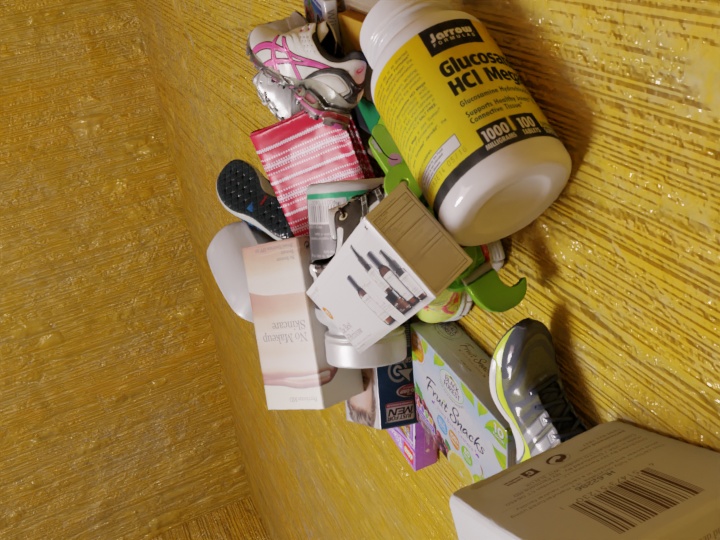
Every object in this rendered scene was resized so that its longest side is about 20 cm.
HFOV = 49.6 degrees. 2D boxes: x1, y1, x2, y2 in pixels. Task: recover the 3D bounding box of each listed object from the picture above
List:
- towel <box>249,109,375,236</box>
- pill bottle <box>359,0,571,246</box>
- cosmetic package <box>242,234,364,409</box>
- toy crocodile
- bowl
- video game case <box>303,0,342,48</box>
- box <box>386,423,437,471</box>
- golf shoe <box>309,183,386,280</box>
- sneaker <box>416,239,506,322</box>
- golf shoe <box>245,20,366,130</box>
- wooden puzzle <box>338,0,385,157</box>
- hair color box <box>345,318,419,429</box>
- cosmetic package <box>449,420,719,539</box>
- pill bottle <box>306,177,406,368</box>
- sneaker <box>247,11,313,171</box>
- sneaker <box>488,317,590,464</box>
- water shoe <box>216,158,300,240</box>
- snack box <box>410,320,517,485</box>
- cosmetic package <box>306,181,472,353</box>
[{"bbox_3d":[-0.045,-0.099,0.963,0.142,0.023,0.203,-13,110,30],"label":"towel"},{"bbox_3d":[0.076,-0.132,0.631,0.113,0.110,0.203,105,143,-58],"label":"pill bottle"},{"bbox_3d":[-0.071,0.061,0.958,0.102,0.087,0.205,-10,92,37],"label":"cosmetic package"},{"bbox_3d":[0.070,-0.046,0.679,0.202,0.061,0.068,57,-178,17],"label":"toy crocodile"},{"bbox_3d":[-0.107,-0.001,1.105,0.076,0.197,0.200,-64,36,22],"label":"bowl"},{"bbox_3d":[-0.041,-0.250,0.972,0.144,0.018,0.204,-116,15,-56],"label":"video game case"},{"bbox_3d":[0.045,0.160,1.093,0.200,0.038,0.139,-130,30,-49],"label":"box"},{"bbox_3d":[0.016,-0.058,0.777,0.203,0.093,0.078,-63,-4,8],"label":"golf shoe"},{"bbox_3d":[0.073,0.006,0.796,0.079,0.089,0.201,64,161,19],"label":"sneaker"},{"bbox_3d":[-0.058,-0.239,0.877,0.200,0.072,0.093,43,115,36],"label":"golf shoe"},{"bbox_3d":[0.021,-0.208,0.842,0.185,0.037,0.204,-134,32,-55],"label":"wooden puzzle"},{"bbox_3d":[0.020,0.092,0.994,0.100,0.059,0.205,-7,88,63],"label":"hair color box"},{"bbox_3d":[0.187,0.243,0.550,0.166,0.164,0.204,-178,72,-70],"label":"cosmetic package"},{"bbox_3d":[0.000,0.000,0.881,0.113,0.111,0.205,-167,72,-69],"label":"pill bottle"},{"bbox_3d":[-0.088,-0.218,0.986,0.074,0.085,0.205,165,91,-79],"label":"sneaker"},{"bbox_3d":[0.172,0.136,0.677,0.080,0.073,0.204,9,120,60],"label":"sneaker"},{"bbox_3d":[-0.132,-0.083,1.098,0.199,0.072,0.079,41,178,34],"label":"water shoe"},{"bbox_3d":[0.122,0.159,0.846,0.200,0.052,0.145,-133,33,-53],"label":"snack box"},{"bbox_3d":[0.015,0.007,0.665,0.083,0.050,0.200,49,156,3],"label":"cosmetic package"}]
